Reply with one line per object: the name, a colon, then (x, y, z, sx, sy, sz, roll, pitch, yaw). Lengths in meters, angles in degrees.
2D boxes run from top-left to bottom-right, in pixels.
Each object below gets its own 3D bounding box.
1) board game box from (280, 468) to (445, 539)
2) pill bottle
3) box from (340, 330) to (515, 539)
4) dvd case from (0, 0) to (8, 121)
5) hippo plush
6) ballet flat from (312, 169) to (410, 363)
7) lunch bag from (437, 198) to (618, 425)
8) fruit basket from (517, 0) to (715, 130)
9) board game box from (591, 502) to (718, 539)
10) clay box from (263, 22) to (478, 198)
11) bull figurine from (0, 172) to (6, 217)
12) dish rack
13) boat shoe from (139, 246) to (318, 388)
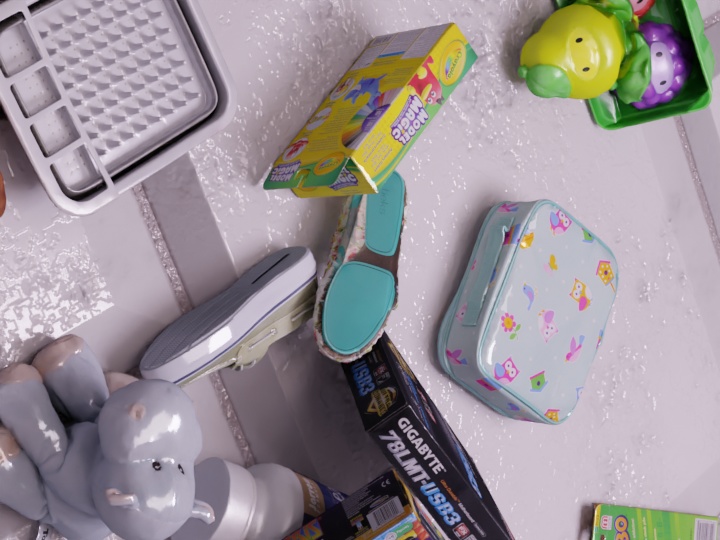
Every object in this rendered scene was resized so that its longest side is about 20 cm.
board game box: (-0.013, 0.274, 1.273, 0.199, 0.057, 0.166, -32, 130, 2)
pill bottle: (-0.059, 0.230, 1.331, 0.199, 0.110, 0.112, 29, 72, -34)
box: (0.057, 0.155, 1.379, 0.049, 0.200, 0.199, -35, 113, 5)
dvd case: (-0.238, -0.198, 1.259, 0.198, 0.016, 0.151, -8, 94, -38)
hippo plush: (-0.204, 0.150, 1.186, 0.158, 0.160, 0.203, 15, 80, -37)
ballet flat: (0.000, 0.000, 1.393, 0.075, 0.064, 0.202, 24, 61, -11)
lunch bag: (0.163, 0.035, 1.534, 0.160, 0.077, 0.202, 33, 69, -31)
fruit basket: (0.255, -0.239, 1.581, 0.215, 0.154, 0.219, 19, 67, -51)
board game box: (0.308, 0.303, 1.674, 0.198, 0.030, 0.097, 13, 80, -40)
clay box: (0.007, -0.131, 1.389, 0.048, 0.114, 0.201, 49, 62, -27)
bull figurine: (-0.313, -0.110, 1.143, 0.064, 0.122, 0.202, -20, 114, 6)
dish rack: (-0.204, -0.155, 1.248, 0.199, 0.043, 0.173, -36, 110, -33)
boat shoe: (-0.100, 0.051, 1.329, 0.199, 0.072, 0.063, -37, 115, -35)
